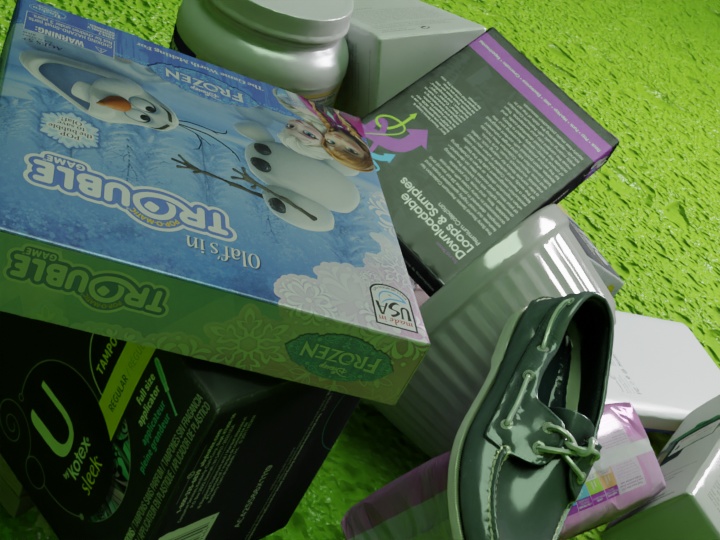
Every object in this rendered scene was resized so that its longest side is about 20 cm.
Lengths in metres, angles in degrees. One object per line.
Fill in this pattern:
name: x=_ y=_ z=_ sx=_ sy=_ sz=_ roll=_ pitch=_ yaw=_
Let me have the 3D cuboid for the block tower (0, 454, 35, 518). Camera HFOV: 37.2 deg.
block tower: x=-0.152 y=0.081 z=0.664 sx=0.058 sy=0.054 sz=0.199 roll=41 pitch=34 yaw=21

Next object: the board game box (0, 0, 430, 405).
board game box: x=-0.079 y=-0.039 z=0.511 sx=0.197 sy=0.044 sz=0.200 roll=16 pitch=34 yaw=-23

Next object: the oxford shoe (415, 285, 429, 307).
oxford shoe: x=0.046 y=0.028 z=0.901 sx=0.197 sy=0.071 sz=0.074 roll=9 pitch=56 yaw=-21

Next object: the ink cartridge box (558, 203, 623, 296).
ink cartridge box: x=0.169 y=-0.057 z=1.029 sx=0.199 sy=0.047 sz=0.199 roll=23 pitch=28 yaw=-54

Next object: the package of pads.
package of pads: x=0.094 y=0.150 z=0.692 sx=0.198 sy=0.120 sz=0.077 roll=-7 pitch=70 yaw=-45

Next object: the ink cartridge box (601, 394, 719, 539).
ink cartridge box: x=0.280 y=0.187 z=0.779 sx=0.147 sy=0.084 sz=0.199 roll=55 pitch=39 yaw=5

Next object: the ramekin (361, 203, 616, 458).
ramekin: x=0.096 y=0.054 z=0.775 sx=0.094 sy=0.203 sz=0.202 roll=49 pitch=35 yaw=9

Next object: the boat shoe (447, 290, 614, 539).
boat shoe: x=0.102 y=0.090 z=0.601 sx=0.073 sy=0.061 sz=0.201 roll=41 pitch=46 yaw=-20

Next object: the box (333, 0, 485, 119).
box: x=0.015 y=-0.162 z=0.970 sx=0.105 sy=0.155 sz=0.200 roll=-10 pitch=28 yaw=-23

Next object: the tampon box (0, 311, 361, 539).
tampon box: x=-0.114 y=0.037 z=0.561 sx=0.200 sy=0.151 sz=0.125 roll=44 pitch=33 yaw=24

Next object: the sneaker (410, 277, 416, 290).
sneaker: x=0.000 y=0.000 z=0.820 sx=0.098 sy=0.078 sz=0.201 roll=30 pitch=64 yaw=2

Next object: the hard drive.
hard drive: x=0.240 y=0.086 z=0.928 sx=0.198 sy=0.026 sz=0.133 roll=11 pitch=36 yaw=-32

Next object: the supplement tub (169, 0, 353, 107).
supplement tub: x=-0.093 y=-0.149 z=0.889 sx=0.143 sy=0.202 sz=0.146 roll=15 pitch=35 yaw=-11

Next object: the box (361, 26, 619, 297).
box: x=0.080 y=-0.086 z=0.814 sx=0.199 sy=0.036 sz=0.143 roll=-37 pitch=72 yaw=-25
